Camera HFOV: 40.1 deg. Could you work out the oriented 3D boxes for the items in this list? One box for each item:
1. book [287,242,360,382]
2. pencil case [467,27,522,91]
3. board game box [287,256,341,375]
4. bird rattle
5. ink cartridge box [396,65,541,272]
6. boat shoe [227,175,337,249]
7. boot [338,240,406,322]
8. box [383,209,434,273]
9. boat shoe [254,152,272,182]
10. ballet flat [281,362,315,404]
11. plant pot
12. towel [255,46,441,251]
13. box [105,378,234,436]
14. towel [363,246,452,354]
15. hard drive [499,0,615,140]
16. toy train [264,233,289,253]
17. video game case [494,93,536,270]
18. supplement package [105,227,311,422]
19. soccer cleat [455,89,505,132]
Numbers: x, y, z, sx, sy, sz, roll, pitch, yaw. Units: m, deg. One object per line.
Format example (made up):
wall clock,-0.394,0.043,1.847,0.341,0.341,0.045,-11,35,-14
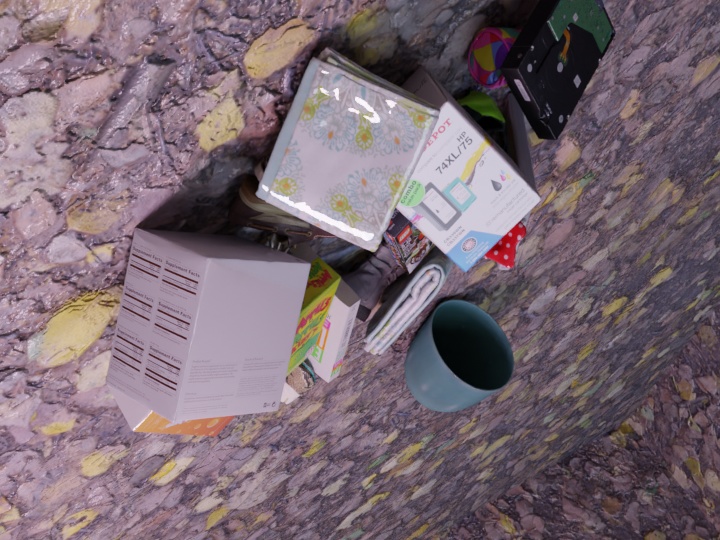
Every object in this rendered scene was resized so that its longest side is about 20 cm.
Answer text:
book,-0.067,0.066,1.510,0.048,0.133,0.202,-32,154,-32
pencil case,0.235,-0.294,1.390,0.198,0.089,0.089,-13,145,-43
board game box,-0.096,0.080,1.428,0.101,0.047,0.201,-41,163,-36
bird rattle,0.176,-0.091,1.454,0.200,0.111,0.166,155,-48,-74
ink cartridge box,0.110,-0.136,1.318,0.147,0.147,0.199,-44,118,13
boat shoe,-0.093,-0.070,1.330,0.198,0.073,0.072,9,127,-46
boot,0.000,0.000,1.592,0.132,0.070,0.200,-50,157,5
box,0.118,-0.104,1.545,0.200,0.038,0.137,-48,155,-8
boat shoe,-0.053,-0.123,1.309,0.060,0.072,0.198,-46,147,24
ballet flat,-0.117,0.185,1.635,0.076,0.068,0.200,-49,-176,-8
plant pot,0.178,0.186,1.960,0.198,0.203,0.161,-11,155,-42
towel,-0.016,-0.144,1.193,0.048,0.169,0.203,-79,-165,-72
box,-0.258,0.168,1.471,0.124,0.098,0.199,-45,153,14
towel,0.085,0.041,1.678,0.200,0.048,0.171,-49,-177,21
hard drive,0.271,-0.299,1.341,0.140,0.037,0.202,48,66,-41
toy train,-0.134,0.014,1.426,0.201,0.084,0.116,-50,169,3
video game case,0.230,-0.136,1.524,0.023,0.203,0.183,2,144,-6
supplement package,-0.193,0.065,1.256,0.190,0.145,0.204,3,103,-53
soccer cleat,0.119,-0.186,1.414,0.198,0.081,0.068,-33,153,-11
